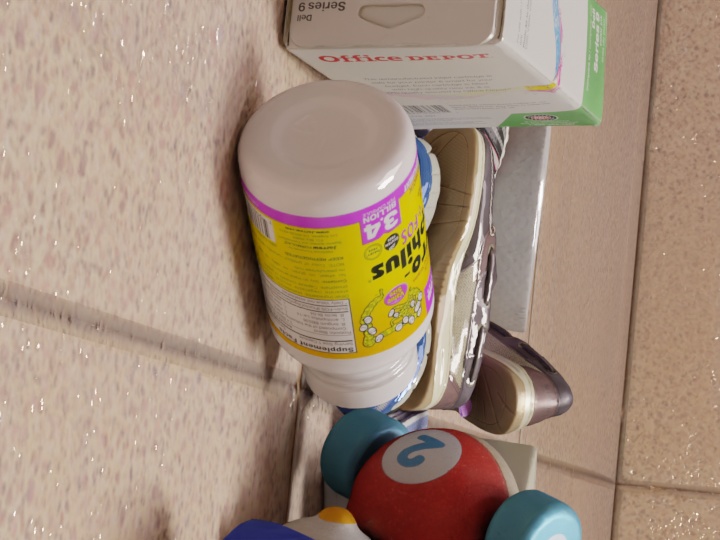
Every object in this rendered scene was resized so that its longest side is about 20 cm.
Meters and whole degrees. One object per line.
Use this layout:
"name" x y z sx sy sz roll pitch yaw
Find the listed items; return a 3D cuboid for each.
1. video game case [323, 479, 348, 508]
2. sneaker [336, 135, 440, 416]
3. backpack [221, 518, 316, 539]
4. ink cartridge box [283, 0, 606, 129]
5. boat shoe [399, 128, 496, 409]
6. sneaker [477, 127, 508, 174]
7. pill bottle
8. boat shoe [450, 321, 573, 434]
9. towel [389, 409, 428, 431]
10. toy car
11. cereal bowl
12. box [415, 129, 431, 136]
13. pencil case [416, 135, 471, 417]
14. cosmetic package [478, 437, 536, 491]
"video game case" 0.004 0.208 1.749 0.182 0.023 0.201 -50 142 -68
"sneaker" 0.000 0.000 1.579 0.089 0.078 0.201 17 74 -62
"backpack" -0.043 0.262 1.267 0.168 0.162 0.200 -35 136 -35
"ink cartridge box" 0.058 -0.154 1.505 0.200 0.145 0.088 22 70 -64
"boat shoe" 0.062 -0.001 1.647 0.065 0.072 0.201 11 85 -46
"sneaker" 0.070 -0.079 1.822 0.087 0.074 0.201 11 88 -83
"pill bottle" -0.010 -0.010 1.422 0.200 0.104 0.104 81 18 -46
"boat shoe" 0.091 0.074 1.786 0.200 0.065 0.072 30 -67 61
"towel" 0.021 0.199 1.721 0.147 0.024 0.201 -12 107 -79
"toy car" -0.005 0.180 1.450 0.200 0.184 0.177 8 102 -47
"cereal bowl" 0.108 -0.051 1.957 0.200 0.083 0.201 6 90 -85
"box" 0.039 -0.206 1.719 0.156 0.041 0.201 52 45 -71
"pencil case" 0.047 0.001 1.724 0.084 0.085 0.201 -16 111 -74
"cosmetic package" 0.074 0.214 1.658 0.200 0.073 0.104 -70 165 -57
